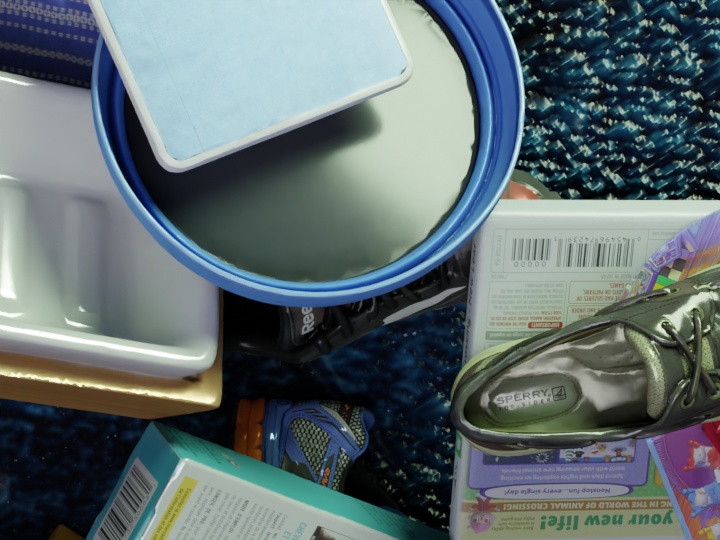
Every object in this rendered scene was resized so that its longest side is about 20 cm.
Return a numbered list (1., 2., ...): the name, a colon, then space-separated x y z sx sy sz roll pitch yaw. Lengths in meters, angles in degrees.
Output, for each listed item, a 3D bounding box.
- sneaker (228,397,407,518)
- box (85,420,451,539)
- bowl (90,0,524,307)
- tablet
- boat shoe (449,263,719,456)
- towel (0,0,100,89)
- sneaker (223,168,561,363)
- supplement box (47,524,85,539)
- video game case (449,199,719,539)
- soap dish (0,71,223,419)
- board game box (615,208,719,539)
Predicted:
1. sneaker: -0.009 0.155 1.439 0.078 0.075 0.200 -12 111 11
2. box: -0.030 0.147 1.364 0.200 0.049 0.082 24 100 -30
3. bowl: -0.025 -0.078 1.301 0.201 0.039 0.201 2 72 -7
4. tablet: -0.070 -0.155 1.280 0.130 0.014 0.200 -22 85 -16
5. boat shoe: 0.136 0.045 1.292 0.201 0.066 0.072 -16 94 10
6. towel: -0.169 -0.083 1.395 0.145 0.024 0.200 11 114 6
7. sneaker: 0.000 0.000 1.360 0.200 0.098 0.071 -11 108 13
8. supplement box: -0.173 0.278 1.448 0.133 0.200 0.197 34 114 -5
9. video game case: 0.148 0.052 1.365 0.200 0.022 0.182 0 113 -9
10. soap dish: -0.164 -0.013 1.307 0.200 0.157 0.081 9 149 -19
11. board game box: 0.214 0.059 1.343 0.158 0.039 0.200 -23 115 1
